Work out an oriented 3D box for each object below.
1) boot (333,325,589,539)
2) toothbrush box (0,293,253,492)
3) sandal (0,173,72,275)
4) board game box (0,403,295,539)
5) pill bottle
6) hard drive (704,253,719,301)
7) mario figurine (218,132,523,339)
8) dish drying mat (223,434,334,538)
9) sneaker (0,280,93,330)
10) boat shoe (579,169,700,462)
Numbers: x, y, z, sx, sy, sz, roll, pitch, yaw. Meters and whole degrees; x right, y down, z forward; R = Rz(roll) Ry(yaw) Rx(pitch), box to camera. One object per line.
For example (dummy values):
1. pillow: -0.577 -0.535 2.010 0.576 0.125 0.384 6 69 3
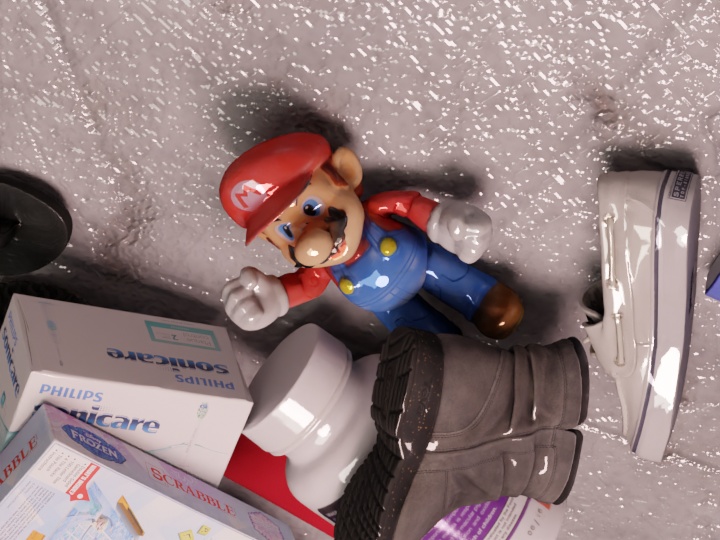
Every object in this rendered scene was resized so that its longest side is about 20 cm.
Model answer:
1. boot: 0.064 0.131 1.279 0.132 0.070 0.200 8 111 -22
2. toothbrush box: -0.173 0.126 1.350 0.146 0.085 0.200 9 122 -24
3. sandal: -0.279 -0.023 1.354 0.200 0.048 0.075 4 131 13
4. board game box: -0.173 0.200 1.322 0.199 0.041 0.200 32 109 -34
5. pill bottle: 0.024 0.122 1.359 0.200 0.111 0.111 37 129 -18
6. hard drive: 0.318 0.003 1.234 0.200 0.025 0.132 22 132 -5
7. mario figurine: 0.000 0.000 1.254 0.200 0.123 0.106 36 165 -24
8. dish drying mat: -0.077 0.117 1.444 0.200 0.018 0.077 30 132 -12
9. sneaker: -0.249 0.061 1.420 0.200 0.070 0.090 -9 153 14
10. boat shoe: 0.162 0.027 1.268 0.066 0.072 0.200 8 131 13
